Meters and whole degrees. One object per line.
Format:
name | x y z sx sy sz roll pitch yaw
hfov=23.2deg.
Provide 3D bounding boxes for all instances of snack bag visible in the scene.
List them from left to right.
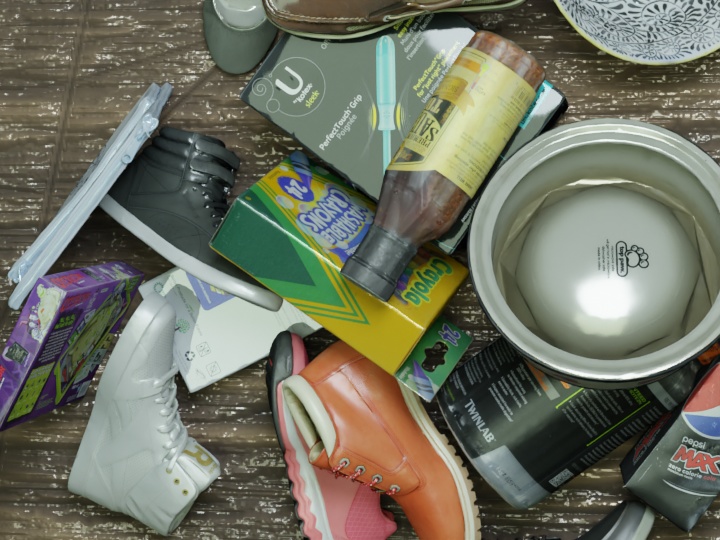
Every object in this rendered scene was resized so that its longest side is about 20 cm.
snack bag | -0.212 -0.061 1.355 0.021 0.200 0.189 37 99 -11

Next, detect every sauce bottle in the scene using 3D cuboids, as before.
sauce bottle | 0.055 -0.072 1.234 0.066 0.066 0.200 32 85 5

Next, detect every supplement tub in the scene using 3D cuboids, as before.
supplement tub | 0.168 0.081 1.342 0.200 0.123 0.123 -36 88 9

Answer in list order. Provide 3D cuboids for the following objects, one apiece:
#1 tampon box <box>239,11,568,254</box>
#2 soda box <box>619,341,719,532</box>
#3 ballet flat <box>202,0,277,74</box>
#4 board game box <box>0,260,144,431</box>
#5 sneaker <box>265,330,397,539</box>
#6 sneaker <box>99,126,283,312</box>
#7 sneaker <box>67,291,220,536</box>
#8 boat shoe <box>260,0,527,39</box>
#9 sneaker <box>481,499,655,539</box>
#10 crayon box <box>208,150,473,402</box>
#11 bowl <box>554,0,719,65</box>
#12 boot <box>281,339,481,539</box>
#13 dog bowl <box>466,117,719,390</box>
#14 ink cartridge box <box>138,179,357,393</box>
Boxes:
tampon box | 0.037 -0.130 1.344 0.200 0.126 0.150 37 96 5
soda box | 0.284 0.100 1.349 0.063 0.071 0.200 35 99 -1
ballet flat | -0.085 -0.255 1.386 0.067 0.064 0.201 18 97 7
board game box | -0.231 0.055 1.362 0.032 0.200 0.120 32 97 6
sneaker | -0.022 0.136 1.404 0.086 0.074 0.201 -14 106 -4
sneaker | -0.117 -0.048 1.372 0.200 0.071 0.099 34 91 34
sneaker | -0.154 0.120 1.404 0.115 0.074 0.200 26 120 10
boat shoe | 0.025 -0.212 1.242 0.201 0.075 0.075 -10 89 6
sneaker | 0.132 0.229 1.382 0.200 0.075 0.106 -44 86 10
crayon box | 0.000 0.000 1.318 0.200 0.126 0.052 36 118 4
bowl | 0.210 -0.257 1.312 0.200 0.094 0.202 -3 100 -15
boot | 0.015 0.148 1.346 0.107 0.075 0.200 -28 91 -27
dog bowl | 0.177 -0.004 1.255 0.199 0.074 0.201 -2 67 5
ink cartridge box | -0.070 0.012 1.416 0.199 0.039 0.100 -26 90 11
